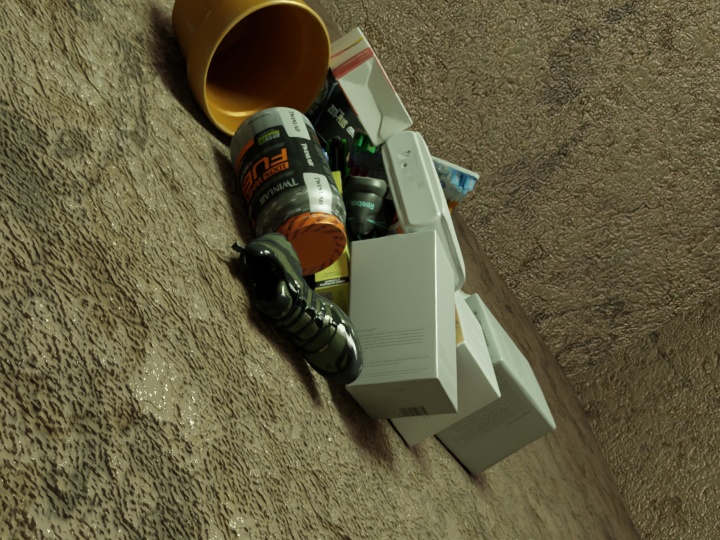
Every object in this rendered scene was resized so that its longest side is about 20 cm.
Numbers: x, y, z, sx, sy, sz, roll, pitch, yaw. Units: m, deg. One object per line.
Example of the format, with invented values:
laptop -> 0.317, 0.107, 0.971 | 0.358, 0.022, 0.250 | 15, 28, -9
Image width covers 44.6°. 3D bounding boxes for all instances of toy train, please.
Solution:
toy train -> -0.033, -0.105, 1.360 | 0.056, 0.041, 0.205 | -95, -177, -78

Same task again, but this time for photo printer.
photo printer -> 0.093, -0.072, 1.243 | 0.201, 0.068, 0.169 | 64, 11, -53

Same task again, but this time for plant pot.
plant pot -> -0.169, -0.317, 1.217 | 0.184, 0.200, 0.200 | 48, 5, 36

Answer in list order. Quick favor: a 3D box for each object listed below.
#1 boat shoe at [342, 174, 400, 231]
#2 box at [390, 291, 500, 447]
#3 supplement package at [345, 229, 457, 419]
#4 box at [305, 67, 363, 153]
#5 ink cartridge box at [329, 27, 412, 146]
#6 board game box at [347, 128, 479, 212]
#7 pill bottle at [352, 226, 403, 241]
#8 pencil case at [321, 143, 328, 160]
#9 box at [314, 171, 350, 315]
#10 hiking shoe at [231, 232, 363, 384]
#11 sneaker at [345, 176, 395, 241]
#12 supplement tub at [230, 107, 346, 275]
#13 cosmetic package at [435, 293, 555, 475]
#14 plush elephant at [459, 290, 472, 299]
boat shoe -> -0.011, -0.122, 1.420 | 0.198, 0.071, 0.064 | 26, -39, 44
box -> 0.101, 0.126, 1.271 | 0.107, 0.150, 0.201 | 54, 13, -22
supplement package -> 0.055, 0.071, 1.123 | 0.120, 0.118, 0.204 | 56, 32, -56
box -> -0.099, -0.291, 1.442 | 0.199, 0.087, 0.164 | 37, -5, 43
ink cartridge box -> 0.005, -0.275, 1.277 | 0.117, 0.067, 0.201 | 56, 7, -29
board game box -> 0.073, -0.147, 1.381 | 0.196, 0.026, 0.200 | 21, -10, -1
pill bottle -> 0.029, -0.084, 1.519 | 0.107, 0.105, 0.200 | 54, 5, -17
pencil case -> -0.096, -0.158, 1.337 | 0.088, 0.077, 0.200 | 56, 13, -2
box -> -0.040, -0.037, 1.206 | 0.076, 0.049, 0.203 | 79, 5, -53
hiking shoe -> -0.077, 0.051, 0.989 | 0.201, 0.076, 0.100 | 52, 21, 8
sneaker -> 0.008, -0.074, 1.246 | 0.200, 0.073, 0.081 | 45, 51, -78
supplement tub -> -0.091, -0.101, 1.131 | 0.122, 0.121, 0.203 | 41, 21, -52
cosmetic package -> 0.187, 0.187, 1.432 | 0.201, 0.163, 0.166 | 49, 16, -33
plush elephant -> 0.130, 0.039, 1.565 | 0.202, 0.153, 0.165 | 57, 13, -6
